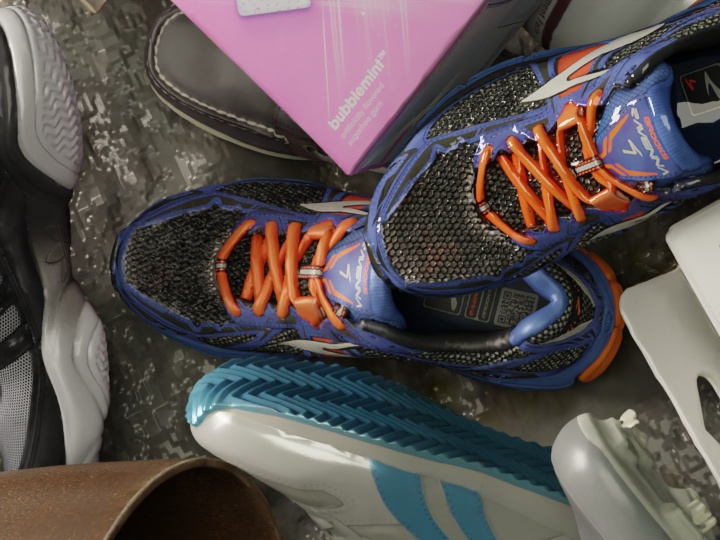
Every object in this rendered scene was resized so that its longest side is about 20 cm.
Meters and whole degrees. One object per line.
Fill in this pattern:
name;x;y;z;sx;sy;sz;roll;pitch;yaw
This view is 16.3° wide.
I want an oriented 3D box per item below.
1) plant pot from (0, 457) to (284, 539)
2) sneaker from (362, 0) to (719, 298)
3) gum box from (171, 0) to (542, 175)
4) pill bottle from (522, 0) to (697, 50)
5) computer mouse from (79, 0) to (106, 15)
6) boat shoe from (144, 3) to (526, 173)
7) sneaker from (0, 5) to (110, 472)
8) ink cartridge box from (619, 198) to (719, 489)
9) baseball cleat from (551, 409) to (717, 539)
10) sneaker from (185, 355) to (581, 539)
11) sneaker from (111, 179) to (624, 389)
plant pot;-0.152;0.155;0.933;0.199;0.187;0.188;3;83;24
sneaker;0.089;-0.049;0.858;0.199;0.078;0.076;-28;96;9
gum box;0.026;-0.147;0.884;0.113;0.066;0.200;44;114;12
pill bottle;0.088;-0.142;0.954;0.110;0.110;0.200;-45;77;1
computer mouse;-0.168;-0.119;0.993;0.140;0.046;0.200;27;48;12
boat shoe;0.006;-0.072;0.981;0.199;0.065;0.072;17;87;12
sneaker;-0.162;0.004;0.955;0.113;0.075;0.201;-10;109;-21
ink cartridge box;0.206;0.012;0.905;0.199;0.125;0.129;-29;78;5
baseball cleat;0.102;0.139;0.888;0.106;0.070;0.200;-34;119;9
sneaker;0.023;0.094;0.917;0.199;0.077;0.081;24;103;-16
sneaker;0.000;0.000;0.957;0.199;0.078;0.076;4;83;10
